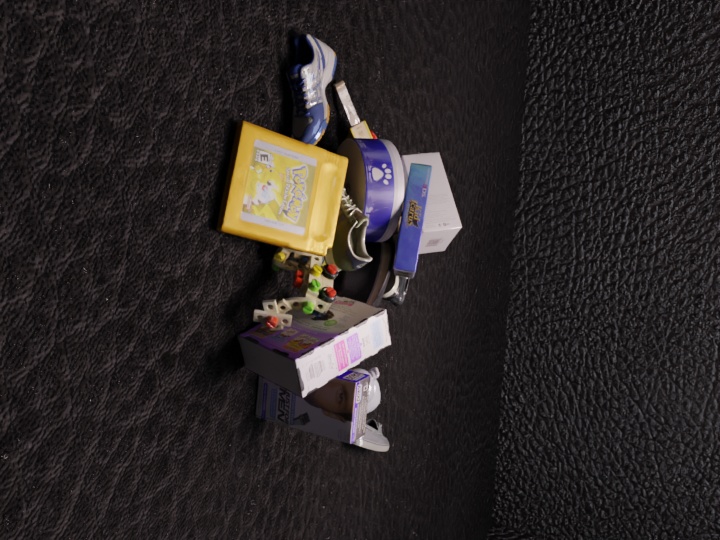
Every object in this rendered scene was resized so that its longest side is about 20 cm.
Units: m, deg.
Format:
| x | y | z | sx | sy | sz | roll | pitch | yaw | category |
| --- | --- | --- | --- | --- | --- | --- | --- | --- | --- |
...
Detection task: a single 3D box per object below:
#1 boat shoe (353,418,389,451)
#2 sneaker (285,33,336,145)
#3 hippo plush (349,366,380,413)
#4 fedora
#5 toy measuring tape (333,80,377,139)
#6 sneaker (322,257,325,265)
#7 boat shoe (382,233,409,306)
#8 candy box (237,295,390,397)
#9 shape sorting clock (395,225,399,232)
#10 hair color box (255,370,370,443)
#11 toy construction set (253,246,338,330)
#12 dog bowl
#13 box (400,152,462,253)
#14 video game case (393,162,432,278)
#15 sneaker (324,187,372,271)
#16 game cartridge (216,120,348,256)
| x | y | z | sx | sy | sz | roll | pitch | yaw | category |
| --- | --- | --- | --- | --- | --- | --- | --- | --- | --- |
| 0.028 | 0.413 | 1.553 | 0.201 | 0.070 | 0.072 | 37 | 67 | -60 | boat shoe |
| -0.102 | -0.316 | 1.079 | 0.088 | 0.075 | 0.201 | 22 | 70 | -53 | sneaker |
| -0.033 | 0.211 | 1.251 | 0.200 | 0.160 | 0.160 | 61 | 43 | -53 | hippo plush |
| 0.000 | 0.000 | 1.289 | 0.201 | 0.091 | 0.202 | -161 | -90 | -77 | fedora |
| -0.015 | -0.297 | 1.285 | 0.074 | 0.073 | 0.201 | -51 | 122 | -48 | toy measuring tape |
| -0.073 | -0.056 | 1.191 | 0.200 | 0.076 | 0.076 | 49 | 52 | -60 | sneaker |
| 0.083 | -0.001 | 1.363 | 0.066 | 0.074 | 0.200 | 46 | 30 | -29 | boat shoe |
| -0.076 | 0.117 | 1.042 | 0.199 | 0.167 | 0.072 | -26 | 116 | -36 | candy box |
| 0.075 | -0.187 | 1.424 | 0.200 | 0.039 | 0.201 | 176 | -90 | -82 | shape sorting clock |
| -0.087 | 0.224 | 1.090 | 0.065 | 0.199 | 0.110 | -7 | 103 | -65 | hair color box |
| -0.109 | 0.015 | 1.041 | 0.092 | 0.131 | 0.201 | -48 | -156 | 46 | toy construction set |
| 0.008 | -0.155 | 1.195 | 0.078 | 0.200 | 0.201 | -2 | 102 | -23 | dog bowl |
| 0.148 | -0.156 | 1.436 | 0.124 | 0.097 | 0.201 | 117 | -38 | -64 | box |
| 0.101 | -0.091 | 1.204 | 0.181 | 0.045 | 0.201 | 56 | 43 | -85 | video game case |
| -0.023 | -0.097 | 1.090 | 0.067 | 0.089 | 0.201 | -15 | 99 | -54 | sneaker |
| -0.121 | -0.127 | 0.997 | 0.199 | 0.032 | 0.177 | 13 | 84 | -31 | game cartridge |
